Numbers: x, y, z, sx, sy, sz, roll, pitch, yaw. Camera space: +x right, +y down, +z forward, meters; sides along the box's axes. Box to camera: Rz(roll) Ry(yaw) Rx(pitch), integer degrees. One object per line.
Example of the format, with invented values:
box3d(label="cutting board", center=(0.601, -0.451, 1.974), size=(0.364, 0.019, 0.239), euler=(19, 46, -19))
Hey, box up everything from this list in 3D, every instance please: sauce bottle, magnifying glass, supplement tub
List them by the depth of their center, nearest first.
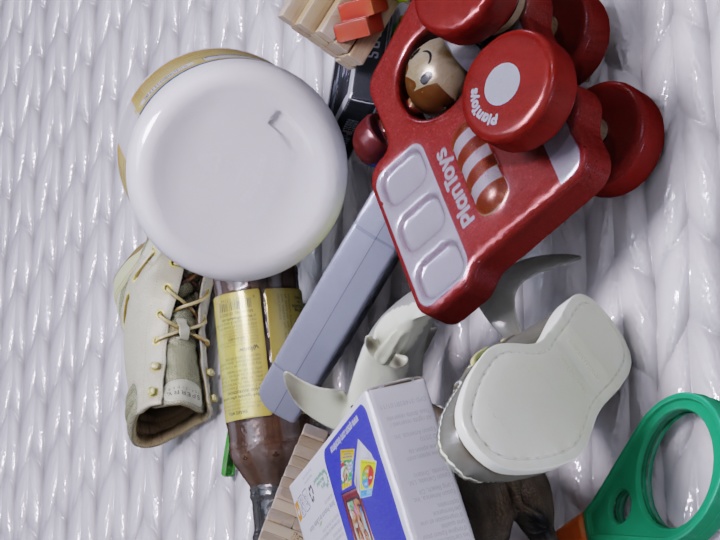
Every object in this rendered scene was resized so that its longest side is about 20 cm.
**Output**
box3d(label="magnifying glass", center=(0.142, 0.133, 1.192), size=(0.200, 0.022, 0.080), euler=(-42, 44, 44))
box3d(label="supplement tub", center=(-0.092, -0.077, 1.481), size=(0.200, 0.144, 0.145), euler=(-134, 59, -77))
box3d(label="sauce bottle", center=(-0.064, 0.095, 1.508), size=(0.065, 0.064, 0.201), euler=(-17, 75, 58))

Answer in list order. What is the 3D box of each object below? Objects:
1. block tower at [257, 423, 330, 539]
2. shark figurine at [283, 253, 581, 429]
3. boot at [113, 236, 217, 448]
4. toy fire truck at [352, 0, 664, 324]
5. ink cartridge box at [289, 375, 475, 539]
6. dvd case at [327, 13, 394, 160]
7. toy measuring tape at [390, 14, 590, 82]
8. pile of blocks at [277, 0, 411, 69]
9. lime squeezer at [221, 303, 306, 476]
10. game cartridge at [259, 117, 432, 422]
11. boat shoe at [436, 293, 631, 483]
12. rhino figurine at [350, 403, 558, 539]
box3d(label="block tower", center=(-0.041, 0.182, 1.367), size=(0.200, 0.054, 0.058), euler=(-69, 0, -51))
box3d(label="shark figurine", center=(0.040, 0.048, 1.343), size=(0.128, 0.089, 0.215), euler=(37, 127, 14))
box3d(label="boot", center=(-0.136, 0.033, 1.680), size=(0.200, 0.072, 0.155), euler=(-50, 38, 48))
box3d(label="toy fire truck", center=(0.066, -0.090, 1.267), size=(0.168, 0.112, 0.200), euler=(-41, 51, 25))
box3d(label="ink cartridge box", center=(0.022, 0.182, 1.182), size=(0.198, 0.047, 0.201), euler=(126, 129, -64))
box3d(label="dvd case", center=(0.002, -0.164, 1.482), size=(0.200, 0.025, 0.151), euler=(125, 153, -80))
box3d(label="toy measuring tape", center=(0.069, -0.137, 1.381), size=(0.200, 0.073, 0.074), euler=(10, 88, 62))
box3d(label="pile of blocks", center=(0.043, -0.202, 1.351), size=(0.200, 0.082, 0.062), euler=(-35, 13, -15))
box3d(label="lime squeezer", center=(-0.063, 0.063, 1.586), size=(0.071, 0.038, 0.200), euler=(50, 127, 19))
box3d(label="game cartridge", center=(0.000, 0.000, 1.415), size=(0.200, 0.041, 0.133), euler=(-60, 1, 29))
box3d(label="boat shoe", center=(0.085, 0.071, 1.160), size=(0.060, 0.202, 0.072), euler=(-36, 89, 29))
box3d(label="rhino figurine", center=(0.049, 0.117, 1.249), size=(0.200, 0.060, 0.088), euler=(29, 139, 59))
